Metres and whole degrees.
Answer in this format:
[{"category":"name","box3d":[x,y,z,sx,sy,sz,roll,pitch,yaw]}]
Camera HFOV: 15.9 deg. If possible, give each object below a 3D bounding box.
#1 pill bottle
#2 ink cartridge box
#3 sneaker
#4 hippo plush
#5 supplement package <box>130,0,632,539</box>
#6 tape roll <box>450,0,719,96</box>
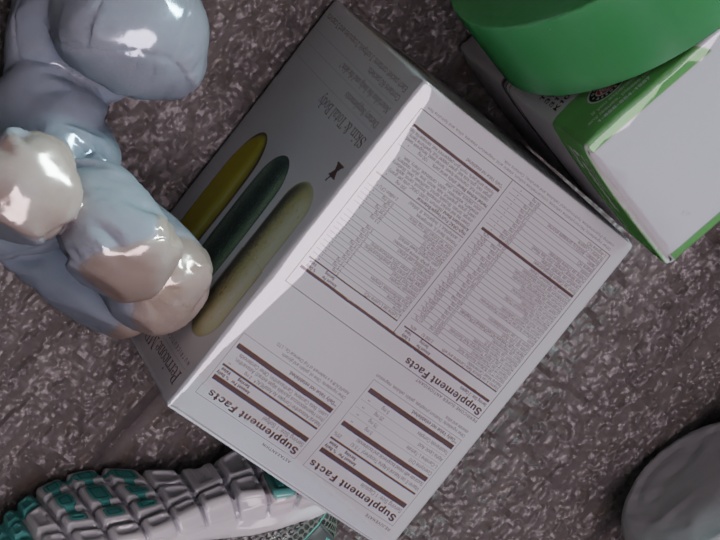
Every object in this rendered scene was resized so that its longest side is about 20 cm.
[{"category":"pill bottle","box3d":[0.244,0.191,1.503,0.112,0.112,0.200,-38,117,-1]},{"category":"ink cartridge box","box3d":[0.152,-0.106,1.304,0.146,0.200,0.084,-41,115,0]},{"category":"sneaker","box3d":[-0.099,0.154,1.394,0.199,0.078,0.092,-8,117,-14]},{"category":"hippo plush","box3d":[-0.132,-0.069,1.263,0.159,0.200,0.161,35,72,-34]},{"category":"supplement package","box3d":[0.000,0.000,1.319,0.150,0.152,0.200,35,97,-27]},{"category":"tape roll","box3d":[0.138,-0.172,1.271,0.200,0.200,0.048,-41,116,0]}]
